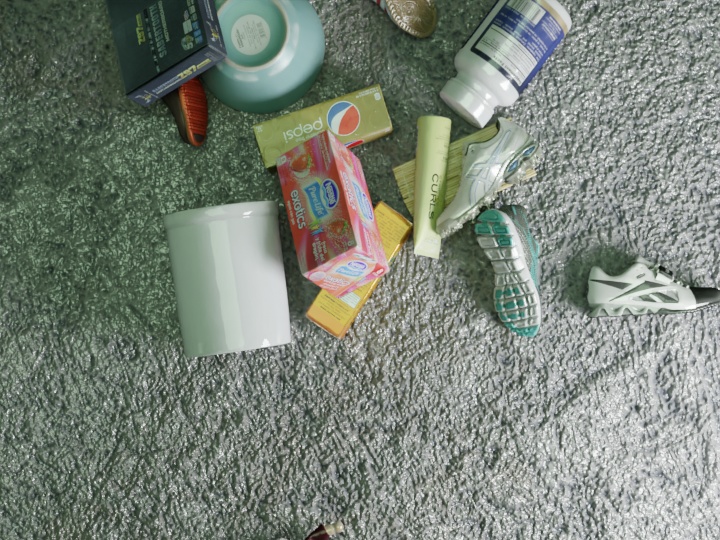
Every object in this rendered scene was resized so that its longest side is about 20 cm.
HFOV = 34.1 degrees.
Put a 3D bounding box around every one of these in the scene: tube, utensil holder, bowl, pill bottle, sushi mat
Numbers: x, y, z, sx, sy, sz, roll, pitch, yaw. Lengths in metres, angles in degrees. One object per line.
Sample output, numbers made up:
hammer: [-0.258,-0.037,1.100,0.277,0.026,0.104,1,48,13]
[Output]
tube: [0.103,-0.121,1.711,0.057,0.052,0.204,6,85,-17]
utensil holder: [-0.187,0.013,1.679,0.167,0.170,0.204,-8,88,2]
bowl: [-0.154,-0.341,1.725,0.197,0.105,0.205,0,86,3]
pill bottle: [0.205,-0.310,1.702,0.111,0.111,0.201,38,90,4]
sushi mat: [0.153,-0.146,1.745,0.197,0.012,0.097,-23,88,2]

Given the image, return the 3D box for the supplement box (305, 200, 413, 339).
supplement box: [0.000,0.000,1.720,0.068,0.067,0.202,31,90,4]

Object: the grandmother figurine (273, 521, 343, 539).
grandmother figurine: [-0.048,0.426,1.708,0.196,0.061,0.124,8,79,1]

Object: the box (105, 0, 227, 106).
box: [-0.284,-0.361,1.693,0.156,0.051,0.203,-25,66,24]

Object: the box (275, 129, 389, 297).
box: [-0.040,-0.079,1.662,0.094,0.102,0.203,-26,58,19]

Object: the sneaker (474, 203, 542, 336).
sneaker: [0.234,-0.005,1.705,0.077,0.091,0.203,0,112,40]

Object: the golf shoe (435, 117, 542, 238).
golf shoe: [0.168,-0.135,1.706,0.200,0.078,0.097,-43,83,-8]

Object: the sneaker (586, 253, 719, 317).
sneaker: [0.425,0.020,1.693,0.196,0.074,0.090,-2,89,2]

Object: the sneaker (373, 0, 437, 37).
sneaker: [0.026,-0.425,1.746,0.199,0.112,0.072,40,87,-26]

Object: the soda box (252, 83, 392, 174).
soda box: [-0.054,-0.207,1.734,0.197,0.064,0.069,-18,86,2]

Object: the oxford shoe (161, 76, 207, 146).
oxford shoe: [-0.281,-0.275,1.755,0.072,0.071,0.203,-19,80,19]
